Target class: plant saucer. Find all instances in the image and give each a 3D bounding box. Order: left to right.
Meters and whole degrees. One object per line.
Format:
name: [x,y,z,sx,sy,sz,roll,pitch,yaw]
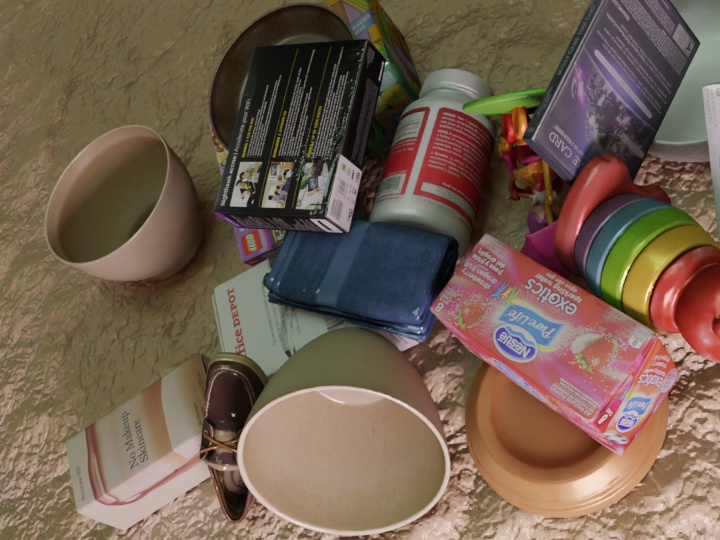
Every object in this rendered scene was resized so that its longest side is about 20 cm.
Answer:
plant saucer: [-0.083,-0.210,1.132,0.199,0.037,0.202,-10,68,25]
plant saucer: [0.188,0.130,0.931,0.199,0.037,0.201,-15,56,24]

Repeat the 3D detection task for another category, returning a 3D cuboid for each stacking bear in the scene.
stacking bear: [0.265,0.003,0.834,0.114,0.121,0.200,-56,38,12]

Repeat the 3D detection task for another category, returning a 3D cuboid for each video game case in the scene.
video game case: [0.234,-0.167,0.899,0.019,0.143,0.201,18,76,51]

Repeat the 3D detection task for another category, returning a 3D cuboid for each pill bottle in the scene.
pill bottle: [0.086,-0.117,1.085,0.112,0.112,0.201,2,63,32]

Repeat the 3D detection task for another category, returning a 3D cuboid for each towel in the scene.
towel: [0.000,0.000,1.008,0.199,0.049,0.112,12,68,34]

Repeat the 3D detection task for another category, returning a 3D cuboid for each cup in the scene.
cup: [-0.011,0.140,0.968,0.199,0.201,0.144,-21,32,20]

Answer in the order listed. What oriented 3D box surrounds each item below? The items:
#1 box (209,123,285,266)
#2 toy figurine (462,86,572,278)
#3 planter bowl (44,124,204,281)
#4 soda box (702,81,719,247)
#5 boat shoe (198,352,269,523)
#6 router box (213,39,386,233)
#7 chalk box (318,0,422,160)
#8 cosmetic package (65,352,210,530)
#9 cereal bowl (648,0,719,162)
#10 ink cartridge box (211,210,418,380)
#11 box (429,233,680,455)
box: [-0.104,-0.120,1.223,0.136,0.039,0.201,-24,68,19]
toy figurine: [0.183,-0.083,0.990,0.149,0.200,0.185,-7,95,-4]
planter bowl: [-0.287,-0.067,1.274,0.199,0.135,0.201,-16,56,24]
soda box: [0.348,-0.067,0.866,0.063,0.068,0.201,-7,92,29]
boat shoe: [-0.128,0.175,0.999,0.072,0.201,0.072,8,36,5]
router box: [-0.064,-0.144,1.046,0.148,0.051,0.201,5,74,31]
chalk box: [0.000,-0.226,1.196,0.123,0.124,0.201,-28,54,15]
cosmetic package: [-0.226,0.195,1.116,0.200,0.087,0.104,-35,52,11]
cereal bowl: [0.345,-0.192,0.986,0.199,0.083,0.201,-15,58,26]
ink cartridge box: [-0.054,0.049,1.094,0.199,0.084,0.145,-27,53,14]
box: [0.173,0.064,0.890,0.200,0.100,0.096,35,85,39]
